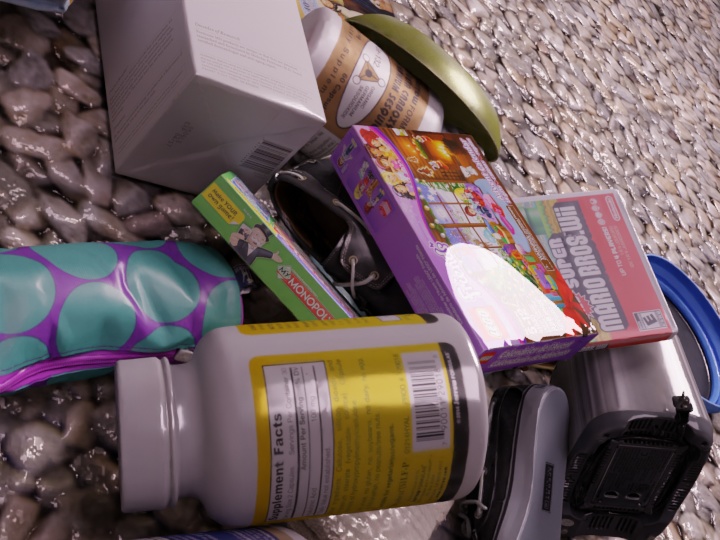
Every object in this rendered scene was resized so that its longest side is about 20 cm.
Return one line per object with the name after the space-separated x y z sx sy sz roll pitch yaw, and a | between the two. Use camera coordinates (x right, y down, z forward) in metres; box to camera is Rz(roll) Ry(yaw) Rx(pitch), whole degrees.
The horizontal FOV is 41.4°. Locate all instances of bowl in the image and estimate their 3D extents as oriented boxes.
0.371 0.077 1.122 0.200 0.039 0.202 27 44 -29 | bowl

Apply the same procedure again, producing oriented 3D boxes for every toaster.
0.219 0.127 0.808 0.112 0.201 0.130 4 43 -3 | toaster

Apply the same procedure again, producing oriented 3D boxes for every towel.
-0.022 0.131 0.678 0.200 0.034 0.133 49 39 -4 | towel

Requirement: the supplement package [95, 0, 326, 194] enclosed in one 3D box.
-0.123 -0.176 0.748 0.119 0.121 0.202 12 53 -40 | supplement package

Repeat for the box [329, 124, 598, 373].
0.076 -0.019 0.708 0.136 0.039 0.201 -4 55 -43 | box

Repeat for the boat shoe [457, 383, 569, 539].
0.111 0.185 0.742 0.073 0.068 0.202 25 68 -45 | boat shoe

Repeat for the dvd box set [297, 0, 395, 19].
-0.042 -0.288 0.997 0.199 0.029 0.148 14 51 -40 | dvd box set

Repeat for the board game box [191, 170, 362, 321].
-0.037 0.014 0.674 0.200 0.029 0.135 49 0 -9 | board game box

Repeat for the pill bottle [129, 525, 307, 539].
-0.113 0.191 0.469 0.199 0.111 0.112 7 55 -42 | pill bottle

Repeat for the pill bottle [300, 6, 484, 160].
0.011 -0.131 0.856 0.199 0.114 0.115 33 41 -23 | pill bottle

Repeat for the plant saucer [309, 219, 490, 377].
0.051 0.003 0.804 0.199 0.039 0.203 3 76 -12 | plant saucer

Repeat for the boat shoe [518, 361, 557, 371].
0.159 0.055 0.893 0.199 0.072 0.069 11 51 -40 | boat shoe

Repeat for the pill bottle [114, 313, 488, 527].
-0.037 0.085 0.544 0.198 0.112 0.112 -2 58 -16 | pill bottle

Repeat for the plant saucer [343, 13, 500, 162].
0.064 -0.181 0.918 0.200 0.031 0.200 40 -2 2 | plant saucer

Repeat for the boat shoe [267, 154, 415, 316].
0.000 0.000 0.716 0.067 0.072 0.201 -14 62 -46 | boat shoe

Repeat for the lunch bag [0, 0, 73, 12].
-0.274 -0.289 0.670 0.198 0.128 0.170 14 43 -1 | lunch bag

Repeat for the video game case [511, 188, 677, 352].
0.142 0.003 0.772 0.198 0.018 0.144 -6 60 -14 | video game case

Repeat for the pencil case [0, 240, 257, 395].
-0.162 0.030 0.572 0.199 0.085 0.093 -4 50 -47 | pencil case
